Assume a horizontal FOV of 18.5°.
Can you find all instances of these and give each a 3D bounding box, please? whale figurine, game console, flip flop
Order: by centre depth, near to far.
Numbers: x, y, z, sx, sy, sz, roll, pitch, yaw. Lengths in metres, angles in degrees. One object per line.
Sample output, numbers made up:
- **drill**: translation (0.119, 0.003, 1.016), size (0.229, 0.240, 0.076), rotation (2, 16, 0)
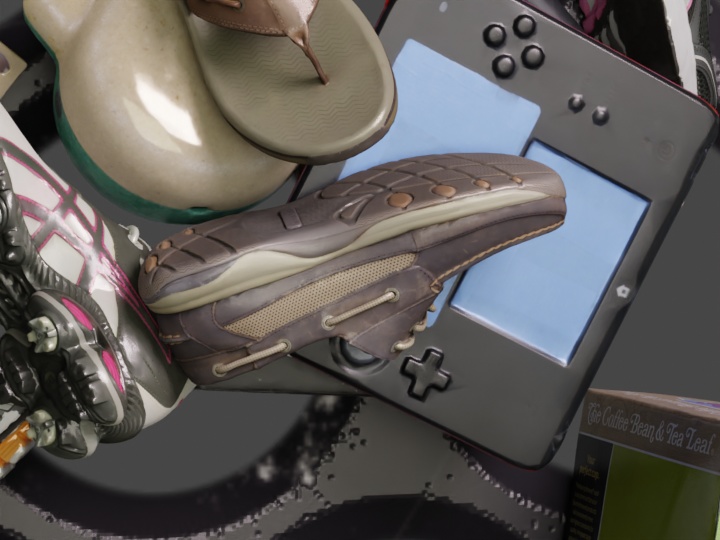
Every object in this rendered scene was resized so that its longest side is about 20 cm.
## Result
- **flip flop**: translation (-0.049, -0.137, 0.992), size (0.081, 0.058, 0.201), rotation (-23, 75, 2)
- **game console**: translation (0.057, -0.026, 1.058), size (0.176, 0.031, 0.201), rotation (27, 93, -8)
- **whale figurine**: translation (-0.092, -0.117, 1.077), size (0.158, 0.104, 0.201), rotation (1, 69, -24)

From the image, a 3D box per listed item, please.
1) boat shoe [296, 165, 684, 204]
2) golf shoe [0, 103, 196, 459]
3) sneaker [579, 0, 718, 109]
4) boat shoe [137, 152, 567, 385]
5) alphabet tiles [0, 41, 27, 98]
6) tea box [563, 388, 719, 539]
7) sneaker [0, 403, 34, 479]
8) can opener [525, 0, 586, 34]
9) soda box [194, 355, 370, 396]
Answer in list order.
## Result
- **boat shoe**: translation (0.068, -0.042, 1.118), size (0.198, 0.072, 0.065), rotation (-8, 129, -1)
- **golf shoe**: translation (-0.150, -0.010, 1.029), size (0.088, 0.077, 0.201), rotation (-19, 78, -48)
- **sneaker**: translation (0.162, -0.175, 1.138), size (0.086, 0.080, 0.201), rotation (-17, 102, -23)
- **boat shoe**: translation (0.000, 0.000, 1.012), size (0.199, 0.075, 0.074), rotation (-15, 111, 1)
- **alphabet tiles**: translation (-0.255, -0.049, 1.034), size (0.166, 0.006, 0.200), rotation (39, 90, -33)
- **tea box**: translation (0.188, 0.168, 1.090), size (0.133, 0.200, 0.198), rotation (8, 91, -13)
- **sneaker**: translation (-0.205, 0.081, 1.056), size (0.200, 0.078, 0.077), rotation (-44, 90, -11)
- **can opener**: translation (0.053, -0.155, 1.126), size (0.200, 0.079, 0.064), rotation (37, 45, -15)
- **soda box**: translation (-0.002, 0.027, 1.108), size (0.199, 0.063, 0.071), rotation (3, 90, -14)
